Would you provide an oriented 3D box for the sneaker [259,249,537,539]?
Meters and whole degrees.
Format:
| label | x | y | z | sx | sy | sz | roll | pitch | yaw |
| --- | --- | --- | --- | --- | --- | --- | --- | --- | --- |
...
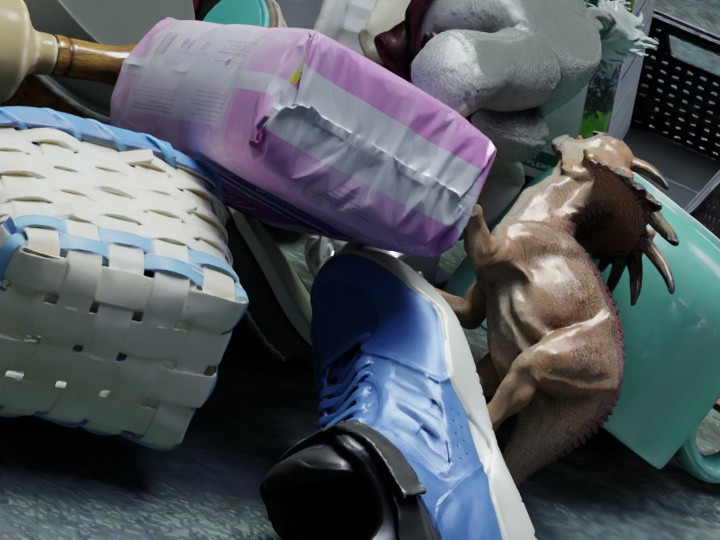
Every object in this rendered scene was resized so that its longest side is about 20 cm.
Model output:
| label | x | y | z | sx | sy | sz | roll | pitch | yaw |
| --- | --- | --- | --- | --- | --- | --- | --- | --- | --- |
| sneaker | -0.002 | 0.072 | 1.394 | 0.111 | 0.077 | 0.201 | 3 | 54 | -41 |

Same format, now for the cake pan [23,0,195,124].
| label | x | y | z | sx | sy | sz | roll | pitch | yaw |
| --- | --- | --- | --- | --- | --- | --- | --- | --- | --- |
| cake pan | -0.159 | -0.176 | 1.659 | 0.200 | 0.037 | 0.201 | 44 | 29 | -32 |

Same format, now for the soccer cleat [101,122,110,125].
| label | x | y | z | sx | sy | sz | roll | pitch | yaw |
| --- | --- | --- | --- | --- | --- | --- | --- | --- | --- |
| soccer cleat | -0.111 | -0.080 | 1.756 | 0.199 | 0.067 | 0.076 | 19 | -10 | 7 |

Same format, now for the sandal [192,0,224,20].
| label | x | y | z | sx | sy | sz | roll | pitch | yaw |
| --- | --- | --- | --- | --- | --- | --- | --- | --- | --- |
| sandal | -0.098 | -0.172 | 1.775 | 0.045 | 0.200 | 0.075 | 33 | 17 | -24 |

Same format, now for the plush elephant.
| label | x | y | z | sx | sy | sz | roll | pitch | yaw |
| --- | --- | --- | --- | --- | --- | --- | --- | --- | --- |
| plush elephant | 0.042 | -0.108 | 1.603 | 0.200 | 0.155 | 0.165 | 11 | 53 | -47 |

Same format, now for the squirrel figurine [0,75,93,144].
| label | x | y | z | sx | sy | sz | roll | pitch | yaw |
| --- | --- | --- | --- | --- | --- | --- | --- | --- | --- |
| squirrel figurine | -0.229 | -0.133 | 1.649 | 0.199 | 0.142 | 0.187 | 7 | 31 | -28 |

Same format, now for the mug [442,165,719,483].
| label | x | y | z | sx | sy | sz | roll | pitch | yaw |
| --- | --- | --- | --- | --- | --- | --- | --- | --- | --- |
| mug | 0.143 | 0.020 | 1.613 | 0.152 | 0.115 | 0.185 | 39 | 2 | 36 |

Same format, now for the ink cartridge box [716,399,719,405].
| label | x | y | z | sx | sy | sz | roll | pitch | yaw |
| --- | --- | --- | --- | --- | --- | --- | --- | --- | --- |
| ink cartridge box | 0.220 | 0.022 | 1.844 | 0.200 | 0.045 | 0.176 | 35 | 23 | 31 |

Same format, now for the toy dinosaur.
| label | x | y | z | sx | sy | sz | roll | pitch | yaw |
| --- | --- | --- | --- | --- | --- | --- | --- | --- | --- |
| toy dinosaur | 0.099 | 0.022 | 1.483 | 0.135 | 0.201 | 0.086 | 0 | -8 | -18 |

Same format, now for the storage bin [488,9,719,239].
| label | x | y | z | sx | sy | sz | roll | pitch | yaw |
| --- | --- | --- | --- | --- | --- | --- | --- | --- | --- |
| storage bin | 0.169 | -0.063 | 1.833 | 0.135 | 0.094 | 0.200 | 25 | 42 | 20 |

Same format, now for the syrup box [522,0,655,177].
| label | x | y | z | sx | sy | sz | roll | pitch | yaw |
| --- | --- | --- | --- | --- | --- | --- | --- | --- | --- |
| syrup box | 0.121 | -0.152 | 1.700 | 0.078 | 0.201 | 0.082 | 19 | 39 | 13 |

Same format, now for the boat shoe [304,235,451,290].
| label | x | y | z | sx | sy | sz | roll | pitch | yaw |
| --- | --- | --- | --- | --- | --- | --- | --- | --- | --- |
| boat shoe | 0.000 | 0.000 | 1.575 | 0.065 | 0.074 | 0.200 | 43 | -3 | 9 |

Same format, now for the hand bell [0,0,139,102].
| label | x | y | z | sx | sy | sz | roll | pitch | yaw |
| --- | --- | --- | --- | --- | --- | --- | --- | --- | --- |
| hand bell | -0.148 | -0.107 | 1.539 | 0.199 | 0.105 | 0.104 | 8 | 24 | -26 |

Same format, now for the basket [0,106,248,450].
| label | x | y | z | sx | sy | sz | roll | pitch | yaw |
| --- | --- | --- | --- | --- | --- | --- | --- | --- | --- |
| basket | -0.151 | -0.012 | 1.411 | 0.176 | 0.139 | 0.200 | 15 | 28 | -27 |

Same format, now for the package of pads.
| label | x | y | z | sx | sy | sz | roll | pitch | yaw |
| --- | --- | --- | --- | --- | --- | --- | --- | --- | --- |
| package of pads | -0.033 | -0.066 | 1.461 | 0.120 | 0.076 | 0.200 | 32 | -8 | -25 |

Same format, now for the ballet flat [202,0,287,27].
| label | x | y | z | sx | sy | sz | roll | pitch | yaw |
| --- | --- | --- | --- | --- | --- | --- | --- | --- | --- |
| ballet flat | -0.057 | -0.091 | 1.669 | 0.067 | 0.068 | 0.200 | 52 | 15 | -24 |

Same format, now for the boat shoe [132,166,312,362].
| label | x | y | z | sx | sy | sz | roll | pitch | yaw |
| --- | --- | --- | --- | --- | --- | --- | --- | --- | --- |
| boat shoe | -0.076 | -0.007 | 1.599 | 0.072 | 0.060 | 0.201 | 54 | 1 | -39 |

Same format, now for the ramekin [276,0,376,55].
| label | x | y | z | sx | sy | sz | roll | pitch | yaw |
| --- | --- | --- | --- | --- | --- | --- | --- | --- | --- |
| ramekin | -0.047 | -0.174 | 1.850 | 0.097 | 0.201 | 0.200 | 14 | 21 | -43 |
